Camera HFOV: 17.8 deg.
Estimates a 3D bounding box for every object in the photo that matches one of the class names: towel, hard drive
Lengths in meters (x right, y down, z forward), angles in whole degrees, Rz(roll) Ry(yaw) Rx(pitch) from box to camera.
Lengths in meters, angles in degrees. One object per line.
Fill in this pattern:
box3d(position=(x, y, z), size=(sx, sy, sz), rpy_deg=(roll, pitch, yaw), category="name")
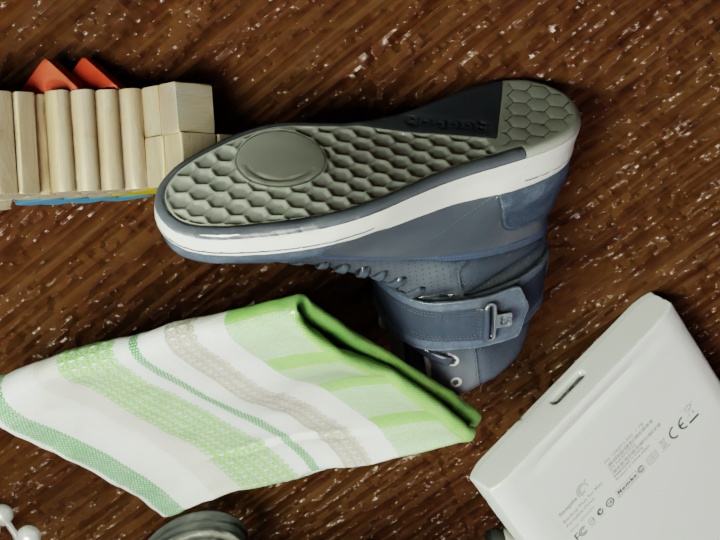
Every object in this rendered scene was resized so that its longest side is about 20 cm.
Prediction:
box3d(position=(-0.064, 0.069, 1.089), size=(0.200, 0.031, 0.149), rpy_deg=(-15, 148, 36), category="towel")
box3d(position=(0.151, 0.124, 1.177), size=(0.132, 0.026, 0.200), rpy_deg=(-44, 126, -12), category="hard drive")

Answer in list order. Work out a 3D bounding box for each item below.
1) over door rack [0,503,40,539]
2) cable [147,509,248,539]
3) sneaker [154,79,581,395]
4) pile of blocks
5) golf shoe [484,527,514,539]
box3d(position=(-0.262, 0.130, 1.101), size=(0.200, 0.148, 0.067), rpy_deg=(-4, 94, -18), category="over door rack")
box3d(position=(-0.140, 0.186, 1.215), size=(0.200, 0.050, 0.097), rpy_deg=(-16, 128, 22), category="cable")
box3d(position=(0.001, 0.001, 1.048), size=(0.202, 0.077, 0.146), rpy_deg=(-12, 134, -22), category="sneaker")
box3d(position=(-0.151, -0.062, 1.032), size=(0.200, 0.082, 0.062), rpy_deg=(-3, 87, -14), category="pile of blocks")
box3d(position=(0.066, 0.218, 1.261), size=(0.092, 0.073, 0.200), rpy_deg=(21, 115, -15), category="golf shoe")
